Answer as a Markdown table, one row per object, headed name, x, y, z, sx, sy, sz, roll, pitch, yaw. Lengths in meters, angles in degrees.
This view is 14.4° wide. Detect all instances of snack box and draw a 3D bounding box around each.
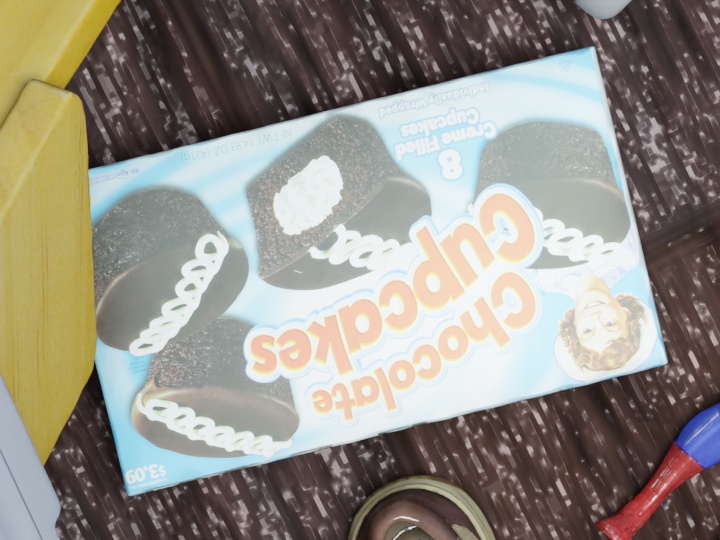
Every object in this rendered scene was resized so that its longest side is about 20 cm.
| name | x | y | z | sx | sy | sz | roll | pitch | yaw |
| --- | --- | --- | --- | --- | --- | --- | --- | --- | --- |
| snack box | 0.000 | 0.000 | 1.021 | 0.198 | 0.037 | 0.117 | -14 | 92 | 0 |

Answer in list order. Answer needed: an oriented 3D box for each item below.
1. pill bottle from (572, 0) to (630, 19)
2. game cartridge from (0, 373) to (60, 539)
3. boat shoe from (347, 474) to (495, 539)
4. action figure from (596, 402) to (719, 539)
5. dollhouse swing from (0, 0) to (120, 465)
| name | x | y | z | sx | sy | sz | roll | pitch | yaw |
| --- | --- | --- | --- | --- | --- | --- | --- | --- | --- |
| pill bottle | 0.047 | -0.192 | 0.978 | 0.200 | 0.114 | 0.114 | 42 | 91 | -1 |
| game cartridge | -0.199 | 0.044 | 0.942 | 0.199 | 0.041 | 0.134 | 2 | 124 | 33 |
| boat shoe | 0.053 | 0.168 | 1.008 | 0.072 | 0.072 | 0.201 | -23 | 91 | 0 |
| action figure | 0.170 | 0.033 | 0.996 | 0.065 | 0.099 | 0.200 | 39 | 89 | -2 |
| dollhouse swing | -0.168 | -0.054 | 0.988 | 0.199 | 0.176 | 0.183 | 19 | 136 | 18 |
